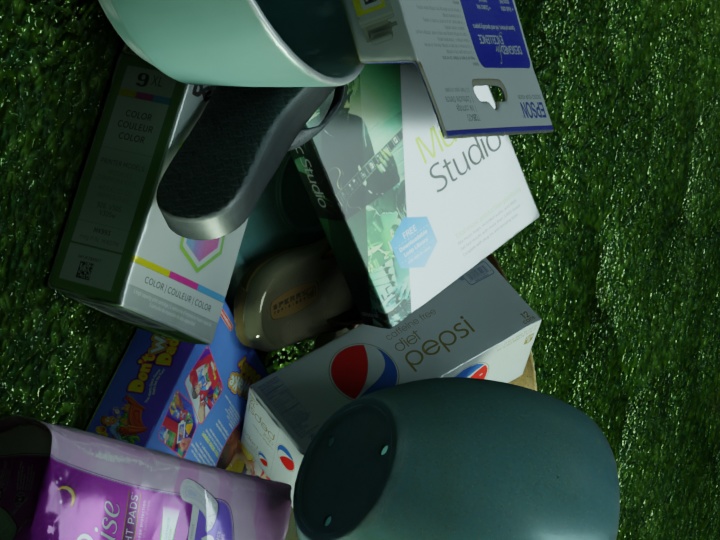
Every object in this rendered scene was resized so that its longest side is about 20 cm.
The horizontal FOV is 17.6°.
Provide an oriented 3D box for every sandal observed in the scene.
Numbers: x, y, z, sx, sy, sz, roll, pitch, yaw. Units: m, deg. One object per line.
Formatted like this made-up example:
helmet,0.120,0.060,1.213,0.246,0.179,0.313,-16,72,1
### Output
sandal,-0.052,-0.093,1.358,0.201,0.076,0.043,-54,142,-25
sandal,0.000,0.000,1.519,0.200,0.054,0.081,-29,120,-40

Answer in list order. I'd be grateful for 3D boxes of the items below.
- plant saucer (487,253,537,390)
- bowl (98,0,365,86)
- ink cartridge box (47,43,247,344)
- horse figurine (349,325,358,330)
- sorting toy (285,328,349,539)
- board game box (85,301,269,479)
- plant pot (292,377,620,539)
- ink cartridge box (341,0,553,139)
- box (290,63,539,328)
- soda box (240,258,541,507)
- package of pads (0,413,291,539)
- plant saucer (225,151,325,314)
plant saucer,0.067,0.059,1.718,0.035,0.200,0.201,-15,121,-22
bowl,-0.084,-0.183,1.297,0.201,0.104,0.202,48,32,-44
ink cartridge box,-0.110,-0.066,1.394,0.104,0.059,0.201,29,75,-59
horse figurine,-0.007,-0.031,1.641,0.133,0.050,0.200,-56,151,-24
sorting toy,0.034,0.166,1.599,0.199,0.069,0.201,48,39,-33
board game box,-0.105,0.117,1.512,0.135,0.045,0.200,-64,152,-25
plant pot,0.039,0.145,1.401,0.134,0.200,0.201,31,72,-32
ink cartridge box,0.040,-0.171,1.383,0.197,0.047,0.201,-10,85,-67
box,0.024,-0.085,1.477,0.144,0.036,0.201,-37,113,-29
soda box,0.020,0.071,1.519,0.199,0.064,0.068,-28,152,-27
package of pads,-0.134,0.163,1.349,0.199,0.075,0.121,20,73,-41
plant saucer,-0.039,-0.057,1.524,0.199,0.027,0.202,-13,108,-46
